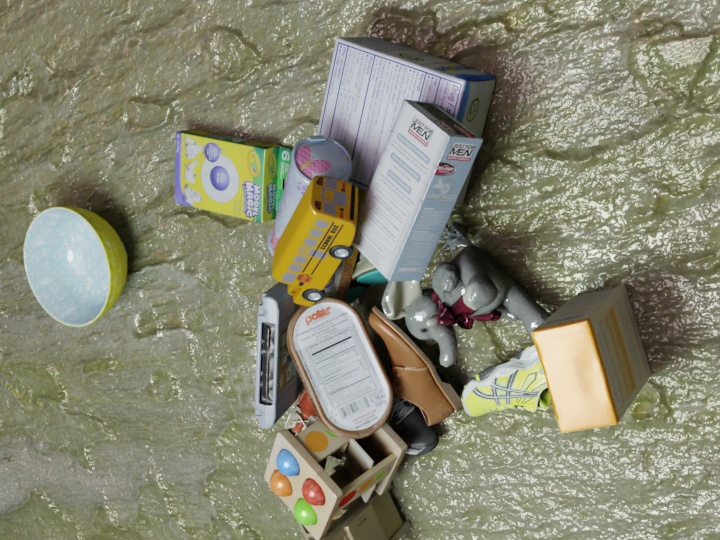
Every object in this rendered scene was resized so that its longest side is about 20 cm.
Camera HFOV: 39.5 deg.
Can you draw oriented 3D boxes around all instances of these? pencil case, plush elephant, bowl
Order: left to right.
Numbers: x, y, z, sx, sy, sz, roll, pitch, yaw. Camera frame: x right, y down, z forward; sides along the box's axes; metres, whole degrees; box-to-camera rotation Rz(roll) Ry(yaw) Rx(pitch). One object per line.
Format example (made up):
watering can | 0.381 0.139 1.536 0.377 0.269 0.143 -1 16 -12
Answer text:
bowl | -0.457 -0.016 1.683 0.199 0.108 0.202 8 106 29
pencil case | -0.070 -0.090 1.345 0.200 0.083 0.091 114 158 -55
plush elephant | 0.121 0.049 1.327 0.155 0.164 0.200 -51 46 16

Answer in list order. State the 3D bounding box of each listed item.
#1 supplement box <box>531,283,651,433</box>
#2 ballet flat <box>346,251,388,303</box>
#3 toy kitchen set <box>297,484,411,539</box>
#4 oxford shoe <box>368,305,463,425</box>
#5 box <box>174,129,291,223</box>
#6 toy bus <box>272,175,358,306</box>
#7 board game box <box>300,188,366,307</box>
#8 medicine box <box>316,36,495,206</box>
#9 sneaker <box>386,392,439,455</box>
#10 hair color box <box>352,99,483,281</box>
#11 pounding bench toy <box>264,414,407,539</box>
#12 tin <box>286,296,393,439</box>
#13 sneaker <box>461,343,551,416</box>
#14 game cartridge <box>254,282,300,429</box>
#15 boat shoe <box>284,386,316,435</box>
supplement box | 0.283 0.102 1.214 0.073 0.200 0.127 -15 93 29
ballet flat | 0.000 0.000 1.444 0.199 0.069 0.070 -29 87 34
toy kitchen set | -0.031 0.447 1.489 0.180 0.200 0.164 -23 94 33
oxford shoe | 0.064 0.136 1.386 0.071 0.071 0.200 -36 106 0
box | -0.194 -0.143 1.530 0.199 0.048 0.118 12 109 26
toy bus | -0.059 -0.033 1.289 0.078 0.065 0.200 13 144 -17
board game box | -0.042 -0.029 1.433 0.095 0.030 0.201 22 101 48
medicine box | 0.053 -0.196 1.334 0.199 0.103 0.183 24 114 24
sneaker | 0.029 0.179 1.440 0.199 0.075 0.116 30 139 22
hair color box | 0.065 -0.097 1.237 0.099 0.060 0.201 46 124 40
pounding bench toy | -0.051 0.299 1.434 0.124 0.156 0.201 44 141 22
tin | -0.026 0.131 1.366 0.111 0.042 0.201 -24 83 -11
sneaker | 0.208 0.158 1.329 0.200 0.075 0.077 -40 62 44
game cartridge | -0.119 0.120 1.498 0.041 0.133 0.202 8 105 17
boat shoe | -0.086 0.246 1.554 0.071 0.062 0.201 30 115 23
